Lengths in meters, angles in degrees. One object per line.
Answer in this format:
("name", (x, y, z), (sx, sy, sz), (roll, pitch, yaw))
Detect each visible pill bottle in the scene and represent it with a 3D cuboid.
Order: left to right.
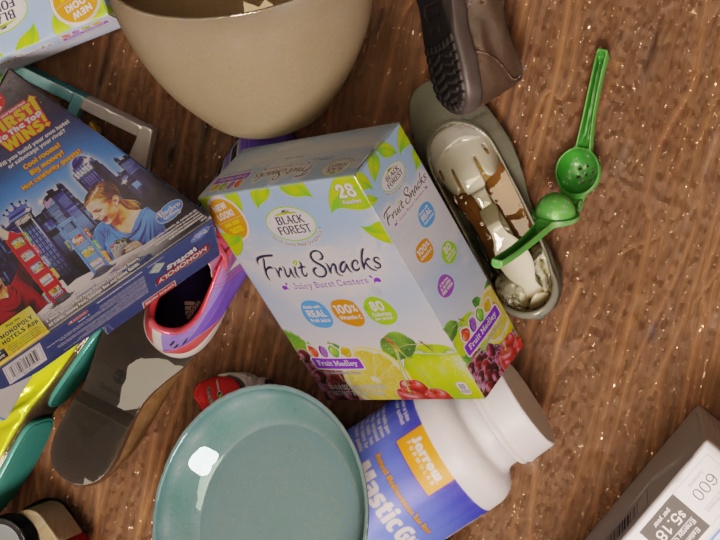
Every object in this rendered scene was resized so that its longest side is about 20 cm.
("pill bottle", (0.046, 0.152, 1.346), (0.199, 0.112, 0.113), (-35, 93, 12))

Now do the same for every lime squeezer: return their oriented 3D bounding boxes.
("lime squeezer", (0.153, -0.065, 1.306), (0.037, 0.071, 0.201), (22, 66, 15))

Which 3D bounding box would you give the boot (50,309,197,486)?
("boot", (-0.174, 0.081, 1.394), (0.073, 0.075, 0.201), (32, 84, 11))

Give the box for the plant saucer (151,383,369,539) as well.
("plant saucer", (-0.069, 0.187, 1.307), (0.198, 0.036, 0.203), (-9, 74, 32))

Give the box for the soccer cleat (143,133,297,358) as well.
("soccer cleat", (-0.104, -0.027, 1.338), (0.068, 0.073, 0.201), (28, 83, 6))

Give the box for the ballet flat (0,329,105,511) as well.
("ballet flat", (-0.269, 0.102, 1.410), (0.067, 0.067, 0.201), (35, 96, 14))

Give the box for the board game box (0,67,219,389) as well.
("board game box", (-0.240, -0.039, 1.277), (0.199, 0.062, 0.200), (-35, 67, -14))

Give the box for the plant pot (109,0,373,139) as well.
("plant pot", (-0.078, -0.177, 1.287), (0.198, 0.201, 0.136), (-4, 127, 8))

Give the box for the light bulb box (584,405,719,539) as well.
("light bulb box", (0.272, 0.248, 1.323), (0.199, 0.125, 0.199), (38, 102, 1))

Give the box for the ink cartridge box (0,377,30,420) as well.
("ink cartridge box", (-0.336, 0.014, 1.368), (0.199, 0.068, 0.116), (30, 86, 15))

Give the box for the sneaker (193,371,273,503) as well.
("sneaker", (-0.107, 0.181, 1.398), (0.084, 0.077, 0.203), (2, 89, 13))

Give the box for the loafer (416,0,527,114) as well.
("loafer", (0.078, -0.221, 1.313), (0.070, 0.073, 0.203), (-12, 97, -25))

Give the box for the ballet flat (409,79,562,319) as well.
("ballet flat", (0.097, -0.054, 1.330), (0.067, 0.064, 0.202), (-27, 94, 11))

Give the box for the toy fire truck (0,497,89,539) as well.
("toy fire truck", (-0.257, 0.308, 1.421), (0.176, 0.129, 0.201), (-41, 82, 12))

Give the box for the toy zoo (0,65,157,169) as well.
("toy zoo", (-0.248, -0.083, 1.395), (0.198, 0.020, 0.132), (26, 102, 3))

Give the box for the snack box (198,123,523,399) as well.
("snack box", (0.000, 0.000, 1.276), (0.168, 0.068, 0.201), (-6, 124, 45))

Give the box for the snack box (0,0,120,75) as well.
("snack box", (-0.286, -0.257, 1.339), (0.167, 0.068, 0.202), (-20, 90, 11))
